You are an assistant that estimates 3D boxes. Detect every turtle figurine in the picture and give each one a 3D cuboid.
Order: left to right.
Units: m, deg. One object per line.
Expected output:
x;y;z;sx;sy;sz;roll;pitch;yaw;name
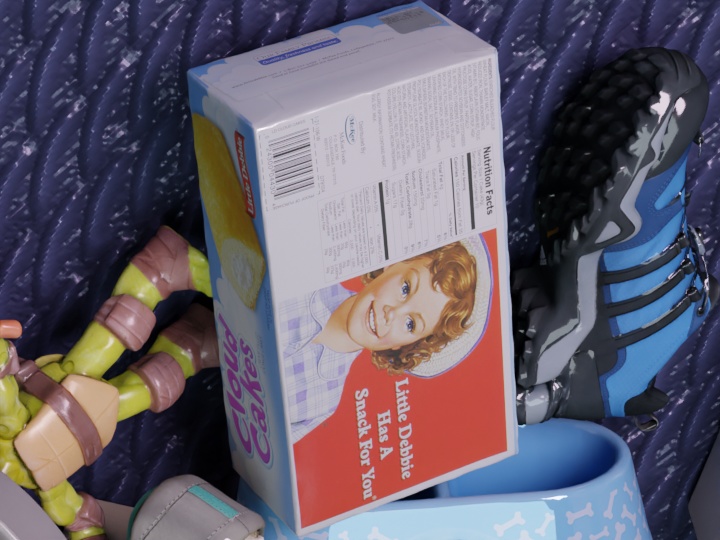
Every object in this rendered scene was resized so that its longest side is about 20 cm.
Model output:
-0.120;0.067;1.019;0.161;0.064;0.201;-41;124;-23;turtle figurine

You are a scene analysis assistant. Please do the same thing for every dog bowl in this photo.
0.035;0.108;1.076;0.198;0.112;0.050;-4;110;-2;dog bowl

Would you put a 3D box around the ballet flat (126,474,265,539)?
-0.069;0.183;1.038;0.063;0.067;0.201;21;127;28;ballet flat

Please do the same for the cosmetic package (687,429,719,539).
0.225;0.069;1.065;0.089;0.107;0.201;9;123;-11;cosmetic package

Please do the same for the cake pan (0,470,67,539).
-0.182;0.143;0.950;0.199;0.037;0.202;13;123;22;cake pan

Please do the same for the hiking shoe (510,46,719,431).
0.120;-0.014;1.032;0.086;0.075;0.201;5;132;-17;hiking shoe

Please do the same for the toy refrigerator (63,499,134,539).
-0.051;0.178;1.129;0.198;0.076;0.070;14;121;-14;toy refrigerator

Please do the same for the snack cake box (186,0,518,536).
0.000;0.000;0.999;0.114;0.067;0.202;-19;123;-23;snack cake box
